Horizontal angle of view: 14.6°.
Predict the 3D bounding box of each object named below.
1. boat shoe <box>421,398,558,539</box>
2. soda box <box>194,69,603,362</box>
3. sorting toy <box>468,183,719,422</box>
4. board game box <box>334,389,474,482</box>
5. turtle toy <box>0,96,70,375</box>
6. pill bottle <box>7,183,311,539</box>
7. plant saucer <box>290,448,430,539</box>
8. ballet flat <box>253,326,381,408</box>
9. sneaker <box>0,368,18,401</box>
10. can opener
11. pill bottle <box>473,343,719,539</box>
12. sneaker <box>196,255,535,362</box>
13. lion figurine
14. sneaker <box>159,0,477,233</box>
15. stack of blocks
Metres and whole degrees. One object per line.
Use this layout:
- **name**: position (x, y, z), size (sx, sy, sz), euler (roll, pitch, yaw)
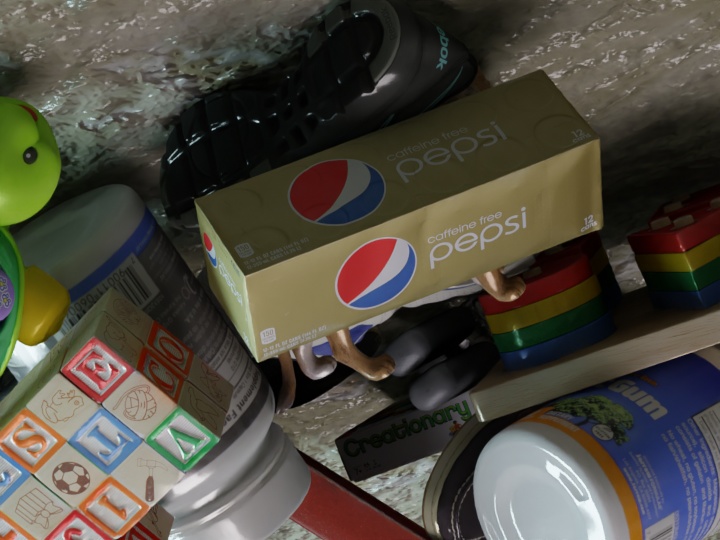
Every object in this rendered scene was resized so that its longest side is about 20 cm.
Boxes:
- **boat shoe**: position (0.120, 0.106, 1.692), size (0.200, 0.065, 0.072), euler (-30, 126, -37)
- **soda box**: position (0.022, -0.029, 1.428), size (0.200, 0.068, 0.064), euler (-22, 135, -14)
- **sorting toy**: position (0.167, 0.006, 1.661), size (0.200, 0.070, 0.199), euler (-20, -175, 16)
- **board game box**: position (0.094, 0.082, 1.864), size (0.200, 0.035, 0.126), euler (-21, -179, 20)
- **turtle toy**: position (-0.223, -0.001, 1.427), size (0.200, 0.146, 0.101), euler (-55, 178, 1)
- **pill bottle**: position (-0.119, 0.062, 1.557), size (0.114, 0.114, 0.200), euler (-24, 112, 25)
- **plant saucer**: position (0.000, 0.159, 1.764), size (0.037, 0.200, 0.200), euler (-59, 161, -2)
- **ballet flat**: position (-0.084, 0.065, 1.801), size (0.200, 0.057, 0.066), euler (-19, 143, -1)
- **sneaker**: position (-0.196, 0.112, 1.738), size (0.146, 0.077, 0.202), euler (29, 145, -18)
- **can opener**: position (0.055, 0.056, 1.736), size (0.066, 0.053, 0.200), euler (-41, 174, 14)
- **pill bottle**: position (0.170, 0.106, 1.620), size (0.200, 0.112, 0.112), euler (-26, 169, -39)
- **sneaker**: position (-0.001, 0.000, 1.660), size (0.199, 0.081, 0.115), euler (-20, 170, 1)
- **lion figurine**: position (0.009, -0.017, 1.525), size (0.200, 0.072, 0.123), euler (-34, 112, 2)
- **sneaker**: position (-0.024, -0.071, 1.474), size (0.200, 0.076, 0.079), euler (-30, 153, 36)
- **stack of blocks**: position (-0.155, 0.120, 1.491), size (0.115, 0.059, 0.200), euler (39, 113, -13)
